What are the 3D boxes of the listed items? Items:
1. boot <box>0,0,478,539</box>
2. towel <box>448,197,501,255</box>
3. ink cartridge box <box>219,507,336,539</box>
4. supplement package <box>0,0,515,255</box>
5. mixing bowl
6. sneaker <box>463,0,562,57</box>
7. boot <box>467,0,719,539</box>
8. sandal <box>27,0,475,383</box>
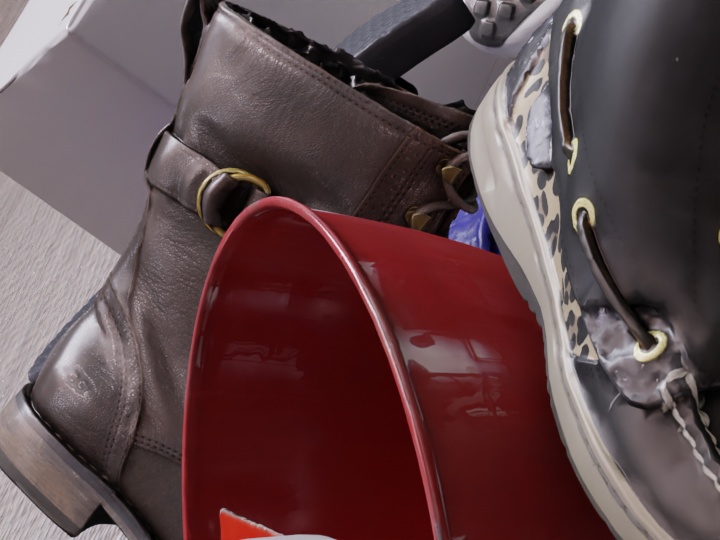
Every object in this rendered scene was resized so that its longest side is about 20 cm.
[{"bbox_3d":[-0.008,0.028,0.860,0.174,0.200,0.069,-57,-12,12],"label":"boot"},{"bbox_3d":[0.000,0.000,0.973,0.200,0.050,0.148,-26,14,36],"label":"towel"},{"bbox_3d":[-0.019,0.163,0.680,0.173,0.043,0.201,-175,81,-68],"label":"ink cartridge box"},{"bbox_3d":[-0.036,-0.060,1.129,0.121,0.200,0.120,-29,29,56],"label":"supplement package"},{"bbox_3d":[0.033,0.078,0.735,0.200,0.108,0.201,176,90,-69],"label":"mixing bowl"},{"bbox_3d":[0.104,-0.151,1.103,0.075,0.081,0.200,19,62,31],"label":"sneaker"},{"bbox_3d":[0.097,-0.025,0.623,0.154,0.073,0.204,-65,35,36],"label":"boot"},{"bbox_3d":[-0.031,-0.021,0.968,0.200,0.043,0.076,-44,8,16],"label":"sandal"}]
